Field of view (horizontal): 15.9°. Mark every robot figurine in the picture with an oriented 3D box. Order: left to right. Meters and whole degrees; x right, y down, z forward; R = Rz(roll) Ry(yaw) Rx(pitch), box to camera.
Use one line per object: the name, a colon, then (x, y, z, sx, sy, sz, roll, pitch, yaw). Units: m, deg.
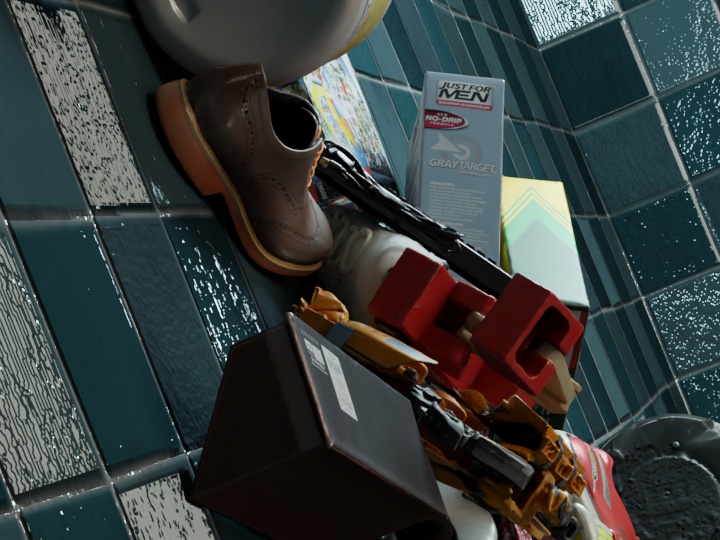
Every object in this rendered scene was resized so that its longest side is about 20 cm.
robot figurine: (0.047, 0.086, 1.482, 0.200, 0.058, 0.145, 29, -10, 30)

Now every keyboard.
keyboard: (0.028, -0.034, 1.604, 0.200, 0.021, 0.127, 34, -3, 6)

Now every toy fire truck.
toy fire truck: (0.080, 0.048, 1.501, 0.141, 0.049, 0.200, 28, -12, 32)

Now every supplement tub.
supplement tub: (-0.053, -0.191, 1.574, 0.200, 0.145, 0.145, -51, 117, -78)

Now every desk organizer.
desk organizer: (-0.027, 0.091, 1.316, 0.200, 0.077, 0.072, 40, 29, -66)

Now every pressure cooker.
pressure cooker: (0.284, 0.230, 2.223, 0.176, 0.179, 0.200, -66, 158, -11)

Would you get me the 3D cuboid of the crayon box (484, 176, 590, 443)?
crayon box: (0.111, 0.061, 1.829, 0.173, 0.058, 0.200, -92, -170, -59)

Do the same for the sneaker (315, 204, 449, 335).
sneaker: (0.000, 0.000, 1.630, 0.087, 0.075, 0.200, 41, -4, -5)

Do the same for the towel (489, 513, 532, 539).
towel: (0.090, 0.224, 1.566, 0.145, 0.022, 0.200, 110, -28, -52)

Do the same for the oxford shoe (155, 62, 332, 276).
oxford shoe: (-0.048, -0.057, 1.518, 0.200, 0.073, 0.071, 49, 21, -59)

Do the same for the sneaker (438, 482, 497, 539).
sneaker: (0.053, 0.212, 1.522, 0.200, 0.075, 0.089, -104, -173, -51)

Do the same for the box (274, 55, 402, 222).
box: (-0.027, -0.103, 1.796, 0.200, 0.038, 0.137, 9, 59, -77)

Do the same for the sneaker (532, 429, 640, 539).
sneaker: (0.150, 0.191, 1.579, 0.085, 0.077, 0.200, 11, 59, -42)

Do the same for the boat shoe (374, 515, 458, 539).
boat shoe: (0.027, 0.159, 1.436, 0.074, 0.060, 0.200, 34, 23, -16)

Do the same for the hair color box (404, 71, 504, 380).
hair color box: (0.064, -0.029, 1.803, 0.099, 0.061, 0.200, 103, -9, -58)
